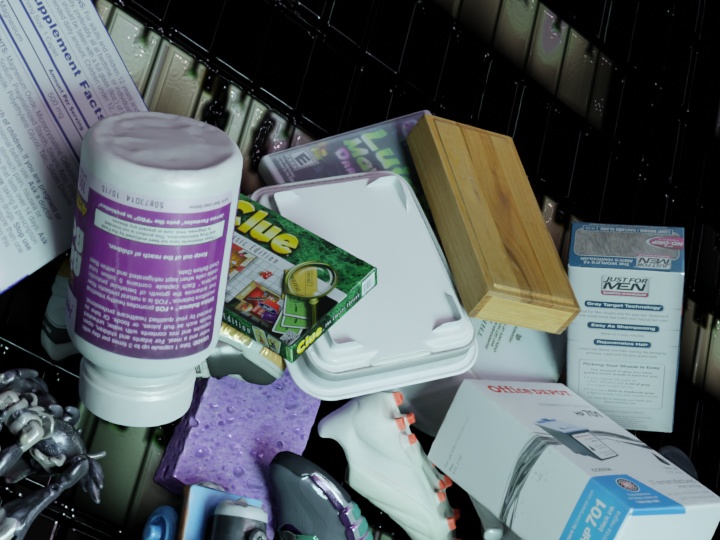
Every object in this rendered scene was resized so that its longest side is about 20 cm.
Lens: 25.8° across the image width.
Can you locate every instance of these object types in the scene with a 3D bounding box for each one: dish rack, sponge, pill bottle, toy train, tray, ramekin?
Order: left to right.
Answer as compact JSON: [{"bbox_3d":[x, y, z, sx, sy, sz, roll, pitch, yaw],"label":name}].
[{"bbox_3d":[-0.147,0.002,1.090,0.112,0.112,0.202,-15,125,-43],"label":"pill bottle"},{"bbox_3d":[-0.115,0.257,1.165,0.086,0.114,0.202,21,71,-37],"label":"toy train"},{"bbox_3d":[-0.087,0.107,1.291,0.111,0.030,0.202,36,58,-29],"label":"sponge"},{"bbox_3d":[0.000,0.000,1.271,0.170,0.044,0.201,-9,60,-26],"label":"dish rack"},{"bbox_3d":[0.105,0.049,1.432,0.201,0.094,0.205,12,72,-40],"label":"ramekin"},{"bbox_3d":[0.111,-0.042,1.333,0.098,0.037,0.201,11,45,-32],"label":"tray"}]

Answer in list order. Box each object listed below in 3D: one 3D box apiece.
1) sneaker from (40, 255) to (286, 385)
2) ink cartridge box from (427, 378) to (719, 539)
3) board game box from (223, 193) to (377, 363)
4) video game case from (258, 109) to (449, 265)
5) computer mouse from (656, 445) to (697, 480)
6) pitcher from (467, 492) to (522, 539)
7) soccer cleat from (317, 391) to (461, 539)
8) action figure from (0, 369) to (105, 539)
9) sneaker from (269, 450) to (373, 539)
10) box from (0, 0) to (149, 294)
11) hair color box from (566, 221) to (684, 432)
[{"bbox_3d":[-0.154,0.060,1.214,0.199,0.076,0.088,23,93,-24],"label":"sneaker"},{"bbox_3d":[0.177,0.175,1.306,0.146,0.200,0.087,6,114,-46],"label":"ink cartridge box"},{"bbox_3d":[-0.095,-0.009,1.213,0.105,0.199,0.024,-41,146,-35],"label":"board game box"},{"bbox_3d":[0.035,-0.041,1.355,0.180,0.023,0.201,-18,62,-30],"label":"video game case"},{"bbox_3d":[0.261,0.259,1.559,0.140,0.046,0.202,29,67,-28],"label":"computer mouse"},{"bbox_3d":[0.136,0.248,1.354,0.172,0.121,0.200,50,11,-10],"label":"pitcher"},{"bbox_3d":[0.030,0.181,1.359,0.070,0.077,0.201,-90,158,-52],"label":"soccer cleat"},{"bbox_3d":[-0.250,0.120,1.084,0.119,0.102,0.200,57,2,19],"label":"action figure"},{"bbox_3d":[-0.033,0.240,1.260,0.088,0.074,0.201,-45,123,-29],"label":"sneaker"},{"bbox_3d":[-0.262,-0.097,1.132,0.200,0.104,0.185,-37,106,-40],"label":"box"},{"bbox_3d":[0.232,0.052,1.385,0.061,0.099,0.201,-77,166,-45],"label":"hair color box"}]
